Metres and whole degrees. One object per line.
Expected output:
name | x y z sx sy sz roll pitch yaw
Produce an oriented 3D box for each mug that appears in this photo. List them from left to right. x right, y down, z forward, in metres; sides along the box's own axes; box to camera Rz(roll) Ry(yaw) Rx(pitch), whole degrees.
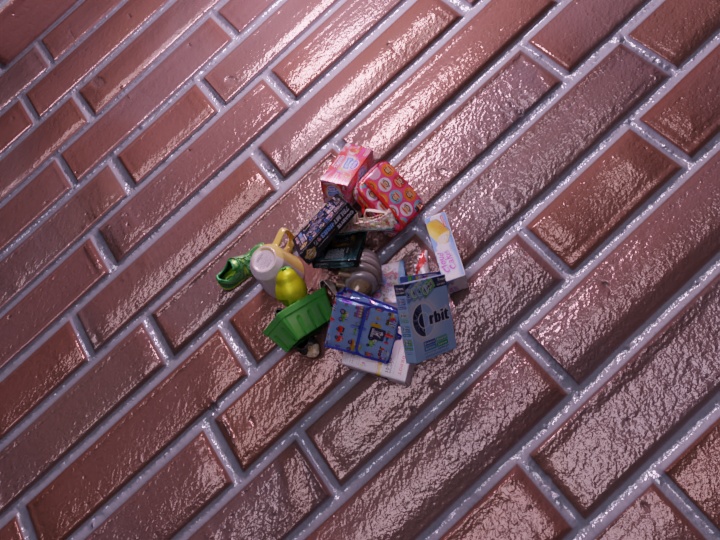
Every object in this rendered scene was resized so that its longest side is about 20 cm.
mug | -0.273 -0.024 1.628 0.146 0.153 0.191 -16 67 11

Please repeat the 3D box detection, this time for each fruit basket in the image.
fruit basket | -0.196 0.100 1.518 0.156 0.212 0.220 -44 57 44

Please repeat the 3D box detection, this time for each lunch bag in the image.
lunch bag | 0.019 0.154 1.410 0.195 0.094 0.154 17 104 12
lunch bag | 0.074 -0.209 1.582 0.200 0.082 0.176 47 69 -3

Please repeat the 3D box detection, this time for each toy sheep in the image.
toy sheep | 0.000 0.000 1.523 0.134 0.139 0.203 -4 49 15

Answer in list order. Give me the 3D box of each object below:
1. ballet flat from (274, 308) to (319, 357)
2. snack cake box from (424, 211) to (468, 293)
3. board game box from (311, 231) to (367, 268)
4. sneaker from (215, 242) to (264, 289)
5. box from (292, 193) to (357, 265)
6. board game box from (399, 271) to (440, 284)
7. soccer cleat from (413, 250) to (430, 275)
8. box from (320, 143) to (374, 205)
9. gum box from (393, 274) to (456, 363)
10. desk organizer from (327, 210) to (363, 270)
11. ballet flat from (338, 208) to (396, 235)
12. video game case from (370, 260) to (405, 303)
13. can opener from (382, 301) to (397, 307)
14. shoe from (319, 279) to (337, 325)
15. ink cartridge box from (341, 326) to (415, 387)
ballet flat | -0.198 0.192 1.584 0.199 0.057 0.067 42 87 24
snack cake box | 0.249 -0.050 1.505 0.066 0.115 0.204 -18 67 8
board game box | -0.056 -0.076 1.514 0.132 0.029 0.202 -2 35 14
sneaker | -0.385 -0.014 1.694 0.199 0.084 0.074 -42 65 -1
box | -0.107 -0.125 1.496 0.050 0.200 0.199 41 92 -19
board game box | 0.177 0.111 1.433 0.034 0.133 0.206 -9 89 50
soccer cleat | 0.191 0.043 1.521 0.083 0.069 0.205 8 77 9
box | -0.038 -0.300 1.647 0.098 0.097 0.202 16 51 19
gum box | 0.174 0.124 1.374 0.044 0.167 0.206 -9 91 49
desk organizer | -0.059 -0.095 1.635 0.076 0.072 0.204 21 79 19
ballet flat | 0.007 -0.145 1.512 0.194 0.076 0.066 -5 109 6
video game case | 0.042 0.052 1.564 0.195 0.018 0.146 -12 53 12
can opener | 0.060 0.108 1.482 0.194 0.067 0.054 6 116 5
shoe | -0.083 0.118 1.577 0.069 0.053 0.204 -24 67 7
ink cartridge box | 0.061 0.227 1.482 0.195 0.086 0.151 12 74 21
